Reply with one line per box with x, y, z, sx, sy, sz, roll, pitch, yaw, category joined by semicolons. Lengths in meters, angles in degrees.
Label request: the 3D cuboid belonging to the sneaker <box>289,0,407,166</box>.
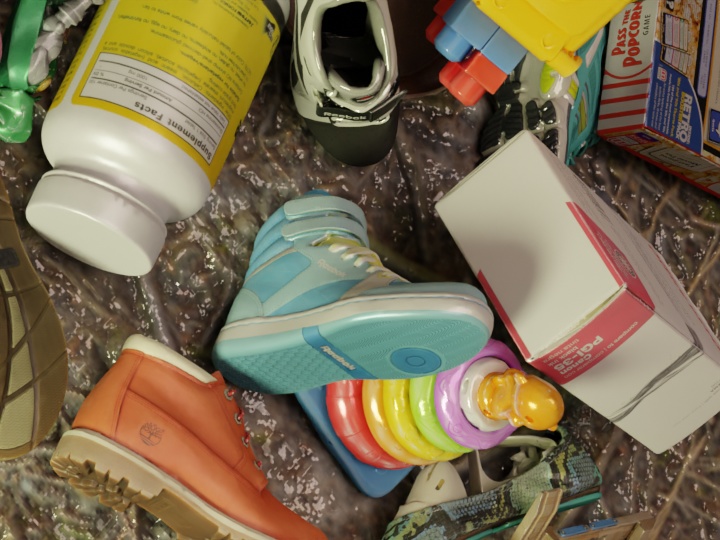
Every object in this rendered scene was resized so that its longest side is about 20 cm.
-0.009;-0.125;1.417;0.073;0.201;0.089;-11;48;0;sneaker

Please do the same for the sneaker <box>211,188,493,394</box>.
0.000;0.000;1.396;0.080;0.198;0.132;46;47;-44;sneaker

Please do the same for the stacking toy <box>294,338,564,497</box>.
0.061;0.077;1.407;0.110;0.199;0.117;-45;113;-27;stacking toy

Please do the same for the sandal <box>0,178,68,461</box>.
-0.231;0.019;1.337;0.080;0.054;0.202;-9;73;-37;sandal

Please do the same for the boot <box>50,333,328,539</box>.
-0.086;0.122;1.394;0.199;0.075;0.108;35;62;-20;boot

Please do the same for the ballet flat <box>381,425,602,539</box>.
0.074;0.152;1.489;0.199;0.074;0.075;-16;91;-38;ballet flat

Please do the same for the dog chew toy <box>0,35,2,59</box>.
-0.288;-0.106;1.284;0.200;0.124;0.125;-39;102;-38;dog chew toy

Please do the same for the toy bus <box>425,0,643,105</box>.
0.108;-0.207;1.483;0.135;0.200;0.192;35;102;-20;toy bus

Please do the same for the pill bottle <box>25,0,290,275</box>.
-0.128;-0.104;1.377;0.112;0.112;0.201;32;68;-23;pill bottle

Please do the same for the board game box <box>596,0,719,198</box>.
0.259;-0.140;1.623;0.199;0.046;0.153;22;71;-41;board game box

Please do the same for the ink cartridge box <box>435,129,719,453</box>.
0.154;0.019;1.460;0.200;0.083;0.147;36;20;-51;ink cartridge box

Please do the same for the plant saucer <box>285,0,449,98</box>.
0.011;-0.214;1.523;0.199;0.034;0.202;5;80;-29;plant saucer

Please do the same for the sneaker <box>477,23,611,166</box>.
0.139;-0.101;1.561;0.079;0.077;0.202;25;72;-38;sneaker

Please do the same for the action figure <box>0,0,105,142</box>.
-0.185;-0.173;1.368;0.054;0.118;0.202;22;81;-17;action figure

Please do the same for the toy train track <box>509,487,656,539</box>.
0.139;0.195;1.504;0.199;0.115;0.033;-6;43;-46;toy train track
